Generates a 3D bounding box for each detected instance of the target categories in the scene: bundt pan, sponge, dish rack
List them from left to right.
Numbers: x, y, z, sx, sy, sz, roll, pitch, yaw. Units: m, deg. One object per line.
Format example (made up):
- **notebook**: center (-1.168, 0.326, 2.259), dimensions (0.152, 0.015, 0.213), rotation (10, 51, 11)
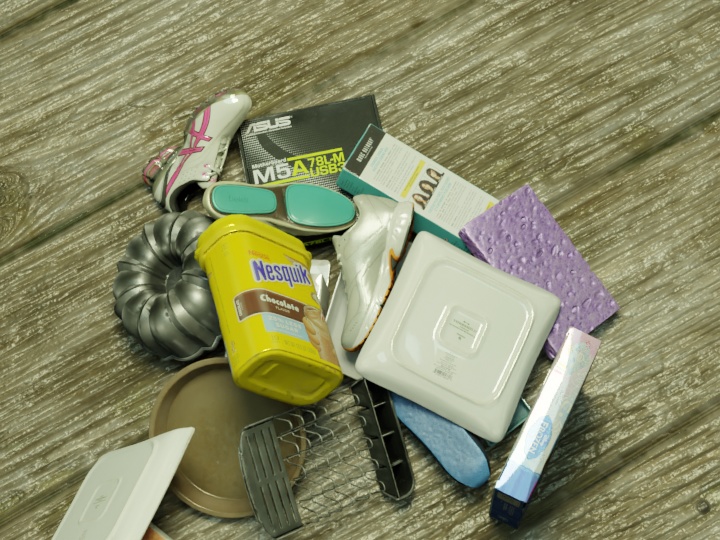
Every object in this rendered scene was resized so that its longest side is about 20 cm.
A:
- **bundt pan**: center (-0.238, 0.011, 1.476), dimensions (0.201, 0.076, 0.203), rotation (-13, 63, 27)
- **dish rack**: center (-0.043, 0.223, 1.363), dimensions (0.199, 0.054, 0.155), rotation (-18, 91, -30)
- **sponge**: center (0.225, 0.000, 1.453), dimensions (0.111, 0.030, 0.201), rotation (-34, 83, -19)

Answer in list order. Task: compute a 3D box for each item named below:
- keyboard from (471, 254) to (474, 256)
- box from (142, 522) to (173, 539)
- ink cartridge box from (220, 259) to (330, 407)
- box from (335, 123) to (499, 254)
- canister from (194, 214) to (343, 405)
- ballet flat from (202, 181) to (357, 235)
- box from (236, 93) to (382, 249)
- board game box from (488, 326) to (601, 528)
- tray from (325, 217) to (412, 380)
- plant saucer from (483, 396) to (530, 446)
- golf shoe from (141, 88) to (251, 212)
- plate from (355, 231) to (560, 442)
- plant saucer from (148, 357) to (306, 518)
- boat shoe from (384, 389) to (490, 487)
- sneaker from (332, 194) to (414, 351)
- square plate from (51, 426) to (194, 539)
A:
- **keyboard**: center (0.182, 0.010, 1.485), dimensions (0.198, 0.040, 0.105), rotation (-9, 68, 4)
- **box**: center (-0.230, 0.391, 1.354), dimensions (0.199, 0.098, 0.125), rotation (33, 76, 17)
- **ink cartridge box**: center (-0.105, 0.067, 1.480), dimensions (0.115, 0.068, 0.202), rotation (3, 69, 8)
- **box**: center (0.074, -0.101, 1.499), dimensions (0.199, 0.049, 0.083), rotation (31, 62, 0)
- **canister**: center (-0.105, 0.048, 1.349), dimensions (0.086, 0.148, 0.201), rotation (-40, 49, 25)
- **ballet flat**: center (-0.106, -0.078, 1.479), dimensions (0.198, 0.069, 0.070), rotation (8, 68, -16)
- **box**: center (-0.057, -0.129, 1.558), dimensions (0.198, 0.048, 0.195), rotation (-11, 71, -2)
- **board game box**: center (0.209, 0.186, 1.327), dimensions (0.043, 0.200, 0.200), rotation (24, 74, 12)
- **tray**: center (0.009, 0.043, 1.481), dimensions (0.107, 0.022, 0.201), rotation (25, 70, -22)
- **plant saucer**: center (0.132, 0.121, 1.449), dimensions (0.070, 0.019, 0.200), rotation (-40, 71, 9)
- **golf shoe**: center (-0.205, -0.157, 1.551), dimensions (0.200, 0.072, 0.092), rotation (-45, 71, 24)
- **plate**: center (0.121, 0.075, 1.386), dimensions (0.198, 0.032, 0.201), rotation (27, 75, 1)
- **plant saucer**: center (-0.161, 0.203, 1.415), dimensions (0.198, 0.029, 0.202), rotation (1, 97, 8)
- **boat shoe**: center (0.087, 0.183, 1.417), dimensions (0.084, 0.069, 0.201), rotation (-30, 73, 6)
- **sneaker**: center (0.000, 0.000, 1.442), dimensions (0.091, 0.076, 0.201), rotation (18, 83, 7)
- **square plate**: center (-0.294, 0.276, 1.345), dimensions (0.028, 0.199, 0.199), rotation (43, 48, -23)
